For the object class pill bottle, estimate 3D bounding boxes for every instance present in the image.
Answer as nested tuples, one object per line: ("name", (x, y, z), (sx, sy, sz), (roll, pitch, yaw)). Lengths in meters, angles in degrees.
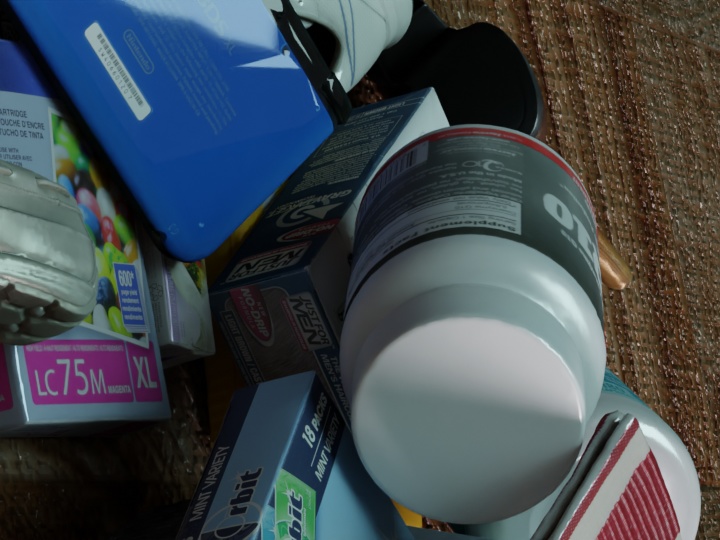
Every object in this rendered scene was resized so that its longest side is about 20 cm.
("pill bottle", (0.083, 0.087, 1.404), (0.111, 0.111, 0.200), (63, -6, -23))
("pill bottle", (0.049, 0.022, 1.244), (0.200, 0.114, 0.114), (-84, 150, -66))

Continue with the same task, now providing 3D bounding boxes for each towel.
("towel", (0.101, 0.175, 1.181), (0.144, 0.023, 0.200), (-54, 137, -36))

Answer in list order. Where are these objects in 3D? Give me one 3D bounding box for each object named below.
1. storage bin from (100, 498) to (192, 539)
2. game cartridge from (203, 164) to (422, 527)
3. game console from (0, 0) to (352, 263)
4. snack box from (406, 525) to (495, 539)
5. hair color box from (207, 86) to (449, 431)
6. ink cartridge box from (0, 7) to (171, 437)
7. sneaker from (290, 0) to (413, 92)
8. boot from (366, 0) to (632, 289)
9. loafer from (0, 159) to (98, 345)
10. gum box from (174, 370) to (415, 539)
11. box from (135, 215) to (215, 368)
("storage bin", (-0.066, 0.178, 1.210), (0.200, 0.093, 0.136), (-30, 103, -63))
("game cartridge", (-0.024, 0.020, 1.446), (0.176, 0.032, 0.201), (28, 51, -56))
("game console", (-0.100, -0.132, 1.300), (0.171, 0.118, 0.200), (-46, 121, -24))
("snack box", (0.055, 0.186, 1.326), (0.053, 0.200, 0.142), (-50, 124, -30))
("hair color box", (0.000, 0.000, 1.406), (0.100, 0.060, 0.200), (66, 28, -20))
("ink cartridge box", (-0.141, -0.029, 1.232), (0.119, 0.042, 0.201), (4, 71, -63))
("sneaker", (-0.040, -0.172, 1.476), (0.200, 0.074, 0.087), (55, 43, -30))
("boot", (0.087, -0.050, 1.580), (0.068, 0.188, 0.200), (-47, 125, -10))
("loafer", (-0.182, -0.031, 1.102), (0.200, 0.070, 0.070), (28, 48, -45))
("gum box", (-0.011, 0.171, 1.166), (0.200, 0.044, 0.170), (60, 30, -28))
("box", (-0.103, -0.054, 1.318), (0.039, 0.041, 0.201), (18, 59, -59))
